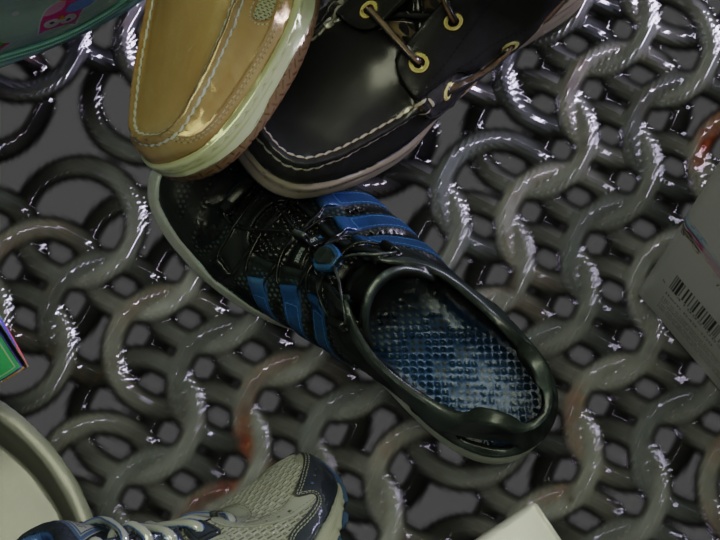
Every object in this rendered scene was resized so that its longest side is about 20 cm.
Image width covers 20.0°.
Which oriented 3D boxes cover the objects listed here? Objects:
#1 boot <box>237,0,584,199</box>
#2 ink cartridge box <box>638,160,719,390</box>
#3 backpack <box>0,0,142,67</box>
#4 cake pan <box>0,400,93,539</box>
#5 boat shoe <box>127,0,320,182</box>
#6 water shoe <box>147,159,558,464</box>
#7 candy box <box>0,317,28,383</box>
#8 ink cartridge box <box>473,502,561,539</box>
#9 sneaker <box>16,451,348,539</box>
[{"bbox_3d":[0.040,-0.119,0.806,0.200,0.151,0.073,-33,80,-26],"label":"boot"},{"bbox_3d":[0.218,-0.003,0.774,0.146,0.200,0.147,-38,80,-9],"label":"ink cartridge box"},{"bbox_3d":[-0.164,-0.179,0.836,0.175,0.153,0.200,-22,65,-4],"label":"backpack"},{"bbox_3d":[-0.199,0.138,0.819,0.200,0.037,0.201,0,76,-1],"label":"cake pan"},{"bbox_3d":[-0.055,-0.134,0.792,0.072,0.076,0.200,-1,62,36],"label":"boat shoe"},{"bbox_3d":[0.000,0.000,0.833,0.200,0.079,0.072,34,78,7],"label":"water shoe"},{"bbox_3d":[-0.259,0.016,0.801,0.200,0.077,0.169,-33,54,-7],"label":"candy box"},{"bbox_3d":[0.030,0.152,0.777,0.200,0.116,0.068,-31,80,-8],"label":"ink cartridge box"},{"bbox_3d":[-0.084,0.122,0.772,0.200,0.077,0.085,-41,101,-35],"label":"sneaker"}]
